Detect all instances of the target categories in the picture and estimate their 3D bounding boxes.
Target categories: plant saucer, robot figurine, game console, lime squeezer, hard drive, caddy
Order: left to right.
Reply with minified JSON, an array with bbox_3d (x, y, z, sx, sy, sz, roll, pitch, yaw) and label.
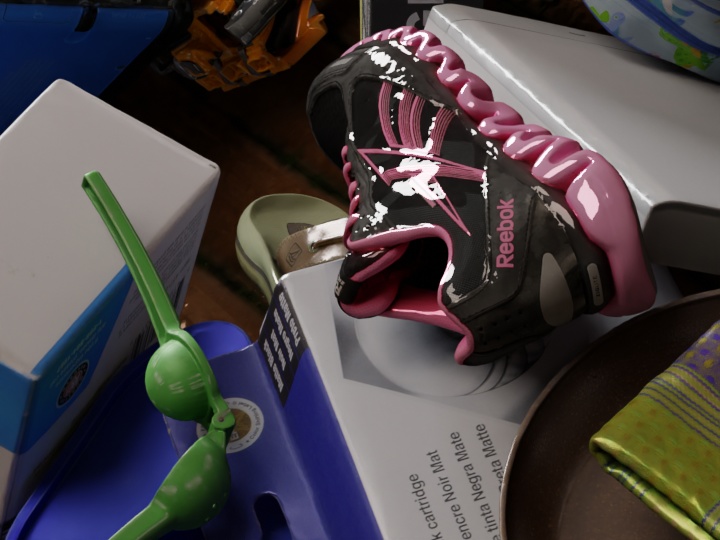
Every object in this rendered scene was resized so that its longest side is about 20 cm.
[{"bbox_3d":[-0.162,-0.133,1.439,0.200,0.170,0.119,-38,59,52],"label":"game console"},{"bbox_3d":[-0.080,0.055,1.068,0.070,0.038,0.201,1,59,6],"label":"lime squeezer"},{"bbox_3d":[-0.052,0.119,1.136,0.141,0.105,0.200,17,57,27],"label":"caddy"},{"bbox_3d":[-0.028,-0.167,1.444,0.201,0.058,0.145,-57,20,-22],"label":"robot figurine"},{"bbox_3d":[0.120,-0.049,1.139,0.200,0.131,0.027,50,125,55],"label":"hard drive"},{"bbox_3d":[0.147,0.090,0.980,0.199,0.032,0.201,-3,50,4],"label":"plant saucer"}]

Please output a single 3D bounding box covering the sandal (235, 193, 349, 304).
[{"bbox_3d":[-0.001,0.000,1.226,0.201,0.079,0.058,45,124,56],"label":"sandal"}]

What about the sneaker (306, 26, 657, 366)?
[{"bbox_3d":[0.020,-0.024,1.065,0.095,0.079,0.200,-32,34,-15],"label":"sneaker"}]

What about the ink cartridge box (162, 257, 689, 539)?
[{"bbox_3d":[0.039,0.070,1.056,0.199,0.041,0.200,-17,49,-8],"label":"ink cartridge box"}]

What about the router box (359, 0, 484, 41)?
[{"bbox_3d":[0.026,-0.160,1.284,0.052,0.201,0.158,0,42,-1],"label":"router box"}]

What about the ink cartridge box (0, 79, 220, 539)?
[{"bbox_3d":[-0.142,0.047,1.191,0.084,0.201,0.146,29,46,9],"label":"ink cartridge box"}]

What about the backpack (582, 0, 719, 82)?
[{"bbox_3d":[0.139,-0.173,1.236,0.154,0.163,0.200,-62,33,8],"label":"backpack"}]

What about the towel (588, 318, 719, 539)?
[{"bbox_3d":[0.190,0.035,0.988,0.143,0.023,0.200,35,60,29],"label":"towel"}]
